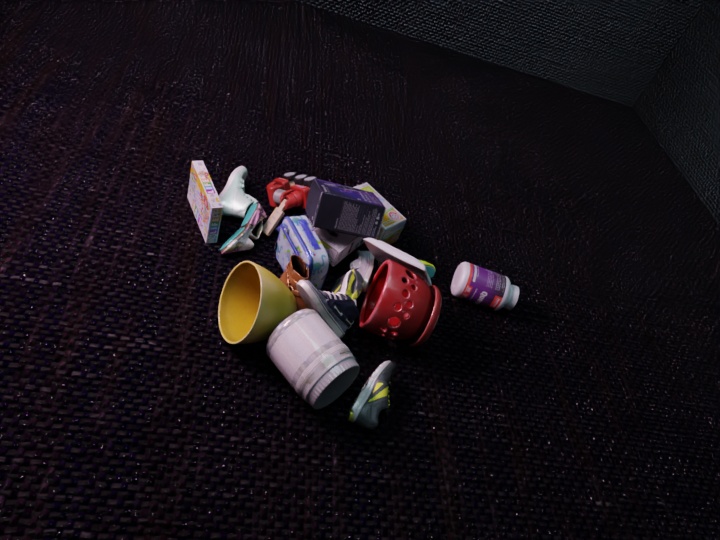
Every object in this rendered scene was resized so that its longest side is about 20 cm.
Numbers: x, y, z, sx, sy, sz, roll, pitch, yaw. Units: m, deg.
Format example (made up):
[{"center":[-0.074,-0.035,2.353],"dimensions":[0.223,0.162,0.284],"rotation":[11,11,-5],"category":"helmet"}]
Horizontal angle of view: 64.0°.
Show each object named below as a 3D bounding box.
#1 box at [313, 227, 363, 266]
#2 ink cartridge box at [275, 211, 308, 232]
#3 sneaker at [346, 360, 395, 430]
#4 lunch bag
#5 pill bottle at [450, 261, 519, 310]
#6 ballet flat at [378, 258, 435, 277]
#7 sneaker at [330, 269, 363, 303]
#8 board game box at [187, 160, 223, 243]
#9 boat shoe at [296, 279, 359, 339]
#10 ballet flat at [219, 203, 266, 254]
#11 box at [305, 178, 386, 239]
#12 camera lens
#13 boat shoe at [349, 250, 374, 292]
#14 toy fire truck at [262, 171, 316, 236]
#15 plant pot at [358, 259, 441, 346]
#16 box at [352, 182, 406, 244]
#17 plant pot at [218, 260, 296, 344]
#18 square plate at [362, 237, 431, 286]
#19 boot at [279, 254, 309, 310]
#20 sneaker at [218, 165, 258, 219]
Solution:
[{"center":[-0.062,-0.106,1.737],"dimensions":[0.116,0.061,0.200],"rotation":[37,41,12],"category":"box"},{"center":[-0.150,-0.109,1.772],"dimensions":[0.198,0.042,0.119],"rotation":[32,42,10],"category":"ink cartridge box"},{"center":[0.041,0.311,1.422],"dimensions":[0.084,0.075,0.200],"rotation":[36,52,4],"category":"sneaker"},{"center":[-0.165,-0.046,1.608],"dimensions":[0.081,0.162,0.201],"rotation":[-9,52,-32],"category":"lunch bag"},{"center":[0.390,0.055,1.804],"dimensions":[0.197,0.113,0.113],"rotation":[19,42,-5],"category":"pill bottle"},{"center":[0.140,-0.015,1.804],"dimensions":[0.197,0.068,0.067],"rotation":[10,22,-19],"category":"ballet flat"},{"center":[-0.054,0.095,1.580],"dimensions":[0.074,0.084,0.202],"rotation":[37,60,-23],"category":"sneaker"},{"center":[-0.447,-0.197,1.648],"dimensions":[0.034,0.135,0.201],"rotation":[-8,51,-31],"category":"board game box"},{"center":[-0.079,0.075,1.450],"dimensions":[0.093,0.201,0.074],"rotation":[-45,37,-18],"category":"boat shoe"},{"center":[-0.326,-0.107,1.662],"dimensions":[0.071,0.069,0.202],"rotation":[46,51,-25],"category":"ballet flat"},{"center":[-0.047,-0.177,1.660],"dimensions":[0.197,0.106,0.148],"rotation":[11,21,-20],"category":"box"},{"center":[-0.117,0.206,1.377],"dimensions":[0.159,0.161,0.200],"rotation":[-24,60,-40],"category":"camera lens"},{"center":[0.000,-0.001,1.704],"dimensions":[0.070,0.071,0.202],"rotation":[12,28,-1],"category":"boat shoe"},{"center":[-0.238,-0.206,1.769],"dimensions":[0.198,0.131,0.175],"rotation":[-26,30,-33],"category":"toy fire truck"},{"center":[0.114,0.094,1.572],"dimensions":[0.180,0.202,0.202],"rotation":[21,41,-10],"category":"plant pot"},{"center":[0.035,-0.176,1.877],"dimensions":[0.112,0.102,0.200],"rotation":[-25,61,-40],"category":"box"},{"center":[-0.243,0.092,1.434],"dimensions":[0.141,0.200,0.202],"rotation":[17,38,-40],"category":"plant pot"},{"center":[0.112,-0.025,1.623],"dimensions":[0.196,0.200,0.029],"rotation":[29,82,18],"category":"square plate"},{"center":[-0.148,0.071,1.502],"dimensions":[0.076,0.156,0.201],"rotation":[-9,51,-32],"category":"boot"},{"center":[-0.358,-0.232,1.769],"dimensions":[0.116,0.074,0.202],"rotation":[17,52,1],"category":"sneaker"}]
